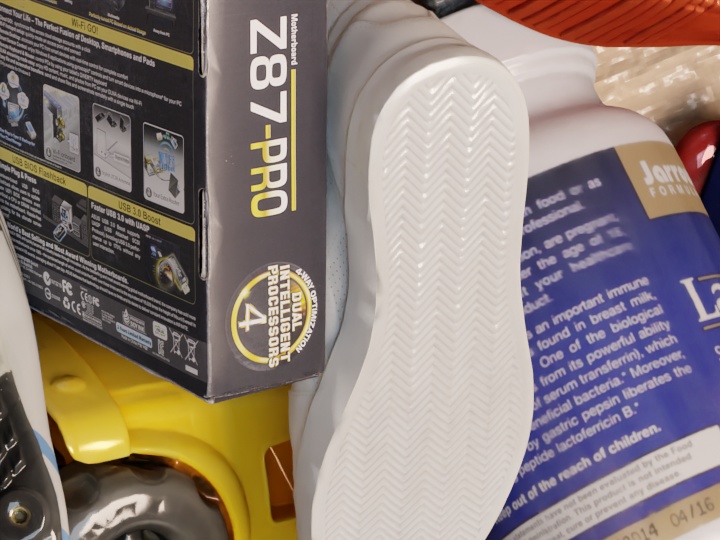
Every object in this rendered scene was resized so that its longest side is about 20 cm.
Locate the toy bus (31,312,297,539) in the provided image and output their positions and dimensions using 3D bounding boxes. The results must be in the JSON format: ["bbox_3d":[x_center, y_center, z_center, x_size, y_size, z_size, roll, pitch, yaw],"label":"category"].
[{"bbox_3d":[-0.046,0.104,1.023,0.191,0.136,0.201,-11,112,-26],"label":"toy bus"}]

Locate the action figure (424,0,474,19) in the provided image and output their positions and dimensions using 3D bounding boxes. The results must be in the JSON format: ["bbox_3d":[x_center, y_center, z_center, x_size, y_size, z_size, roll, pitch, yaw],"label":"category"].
[{"bbox_3d":[0.023,-0.124,0.981,0.199,0.118,0.055,-11,136,-19],"label":"action figure"}]

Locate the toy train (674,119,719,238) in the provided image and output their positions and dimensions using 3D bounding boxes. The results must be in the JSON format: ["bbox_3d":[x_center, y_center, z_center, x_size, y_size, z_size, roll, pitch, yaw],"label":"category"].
[{"bbox_3d":[0.153,0.046,1.073,0.115,0.085,0.201,4,115,-32],"label":"toy train"}]

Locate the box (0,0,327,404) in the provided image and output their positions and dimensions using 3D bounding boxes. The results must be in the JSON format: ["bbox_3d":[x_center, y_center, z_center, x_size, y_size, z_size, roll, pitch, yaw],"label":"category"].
[{"bbox_3d":[-0.083,-0.065,0.912,0.049,0.200,0.162,-13,111,-33],"label":"box"}]

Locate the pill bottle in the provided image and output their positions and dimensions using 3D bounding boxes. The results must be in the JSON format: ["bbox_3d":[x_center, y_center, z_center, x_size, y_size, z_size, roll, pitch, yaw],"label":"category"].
[{"bbox_3d":[0.068,0.018,0.978,0.115,0.116,0.201,-24,77,-4],"label":"pill bottle"}]

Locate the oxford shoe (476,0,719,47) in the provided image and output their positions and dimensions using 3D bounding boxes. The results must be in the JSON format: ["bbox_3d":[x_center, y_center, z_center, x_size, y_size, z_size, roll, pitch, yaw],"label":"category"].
[{"bbox_3d":[0.101,-0.109,0.944,0.199,0.071,0.073,12,78,-24],"label":"oxford shoe"}]

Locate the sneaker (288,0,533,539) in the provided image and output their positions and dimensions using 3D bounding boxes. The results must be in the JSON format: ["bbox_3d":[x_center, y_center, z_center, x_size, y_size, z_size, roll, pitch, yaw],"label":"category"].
[{"bbox_3d":[0.000,0.000,0.924,0.073,0.116,0.201,-7,122,-24],"label":"sneaker"}]

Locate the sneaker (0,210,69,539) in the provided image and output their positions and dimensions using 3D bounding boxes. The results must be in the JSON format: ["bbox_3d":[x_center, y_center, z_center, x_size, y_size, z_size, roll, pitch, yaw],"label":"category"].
[{"bbox_3d":[-0.126,0.049,0.907,0.072,0.073,0.201,-12,74,3],"label":"sneaker"}]
